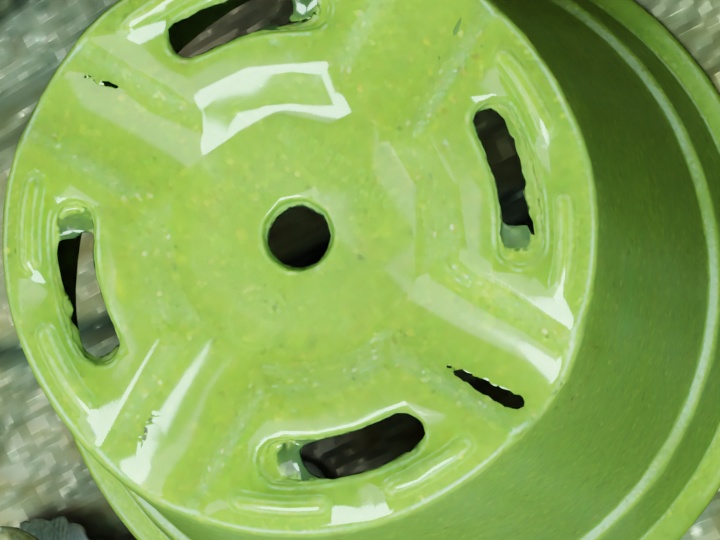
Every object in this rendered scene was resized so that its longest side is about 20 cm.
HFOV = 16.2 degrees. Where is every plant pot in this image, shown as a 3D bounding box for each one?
[{"bbox_3d":[0.000,0.000,0.592,0.200,0.190,0.200,0,87,7],"label":"plant pot"}]

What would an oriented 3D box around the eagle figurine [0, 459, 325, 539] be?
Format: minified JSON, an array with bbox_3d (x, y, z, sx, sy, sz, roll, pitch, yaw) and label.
[{"bbox_3d":[-0.092,0.146,0.757,0.200,0.151,0.152,120,153,-53],"label":"eagle figurine"}]
